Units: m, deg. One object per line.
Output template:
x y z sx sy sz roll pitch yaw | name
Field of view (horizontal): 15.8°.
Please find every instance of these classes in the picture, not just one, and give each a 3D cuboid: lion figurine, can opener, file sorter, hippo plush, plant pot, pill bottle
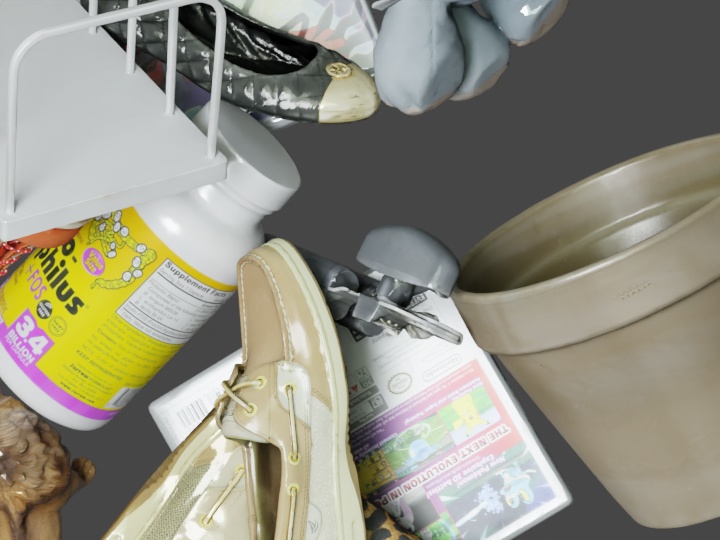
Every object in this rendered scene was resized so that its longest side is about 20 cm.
-0.201 0.172 1.547 0.072 0.122 0.202 -6 89 10 | lion figurine
0.000 0.000 1.487 0.053 0.200 0.067 24 89 -31 | can opener
-0.177 -0.135 1.420 0.200 0.138 0.125 46 142 39 | file sorter
0.020 -0.195 1.497 0.161 0.199 0.160 42 116 25 | hippo plush
0.173 0.042 1.463 0.199 0.200 0.174 -25 101 9 | plant pot
-0.127 -0.006 1.528 0.104 0.104 0.200 47 108 7 | pill bottle

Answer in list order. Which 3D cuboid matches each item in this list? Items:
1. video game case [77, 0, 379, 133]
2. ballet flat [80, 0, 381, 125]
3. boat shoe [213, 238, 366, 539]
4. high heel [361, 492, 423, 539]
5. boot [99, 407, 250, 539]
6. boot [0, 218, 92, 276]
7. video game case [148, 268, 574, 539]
-0.102 -0.162 1.575 0.199 0.023 0.183 -23 86 9 | video game case
-0.078 -0.138 1.515 0.199 0.066 0.057 25 123 12 | ballet flat
-0.046 0.084 1.460 0.066 0.074 0.202 -10 87 -25 | boat shoe
0.089 0.169 1.515 0.142 0.071 0.200 -41 97 -2 | high heel
-0.053 0.158 1.526 0.155 0.073 0.200 41 84 1 | boot
-0.206 -0.029 1.503 0.075 0.200 0.108 26 95 -20 | boot
-0.001 0.110 1.564 0.199 0.023 0.183 -31 85 7 | video game case
